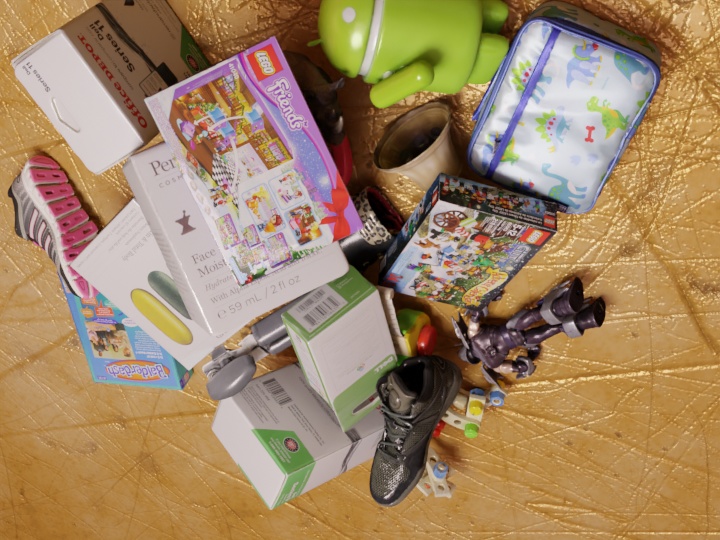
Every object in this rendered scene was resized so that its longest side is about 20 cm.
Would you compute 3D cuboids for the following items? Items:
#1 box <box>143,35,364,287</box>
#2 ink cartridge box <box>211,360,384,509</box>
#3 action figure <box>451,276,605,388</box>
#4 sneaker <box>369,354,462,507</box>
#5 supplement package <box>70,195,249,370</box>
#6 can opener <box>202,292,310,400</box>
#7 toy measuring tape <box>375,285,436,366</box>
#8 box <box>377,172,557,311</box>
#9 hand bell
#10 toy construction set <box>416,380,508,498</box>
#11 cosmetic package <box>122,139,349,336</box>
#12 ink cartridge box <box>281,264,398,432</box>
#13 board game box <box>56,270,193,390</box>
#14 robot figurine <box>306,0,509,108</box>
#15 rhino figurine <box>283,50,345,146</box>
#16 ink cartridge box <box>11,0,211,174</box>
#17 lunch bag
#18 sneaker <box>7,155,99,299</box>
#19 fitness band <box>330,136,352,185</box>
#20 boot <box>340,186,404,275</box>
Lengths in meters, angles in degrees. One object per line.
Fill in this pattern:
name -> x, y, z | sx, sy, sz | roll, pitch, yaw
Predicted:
box -> -0.098, -0.102, 0.891 | 0.136, 0.039, 0.201 | -25, 101, 2
ink cartridge box -> -0.069, 0.200, 1.217 | 0.146, 0.199, 0.084 | 48, 135, 28
action figure -> 0.200, 0.075, 1.157 | 0.199, 0.070, 0.130 | -25, 119, 34
sneaker -> 0.047, 0.193, 1.152 | 0.076, 0.114, 0.200 | 27, 91, 38
supplement package -> -0.220, -0.016, 1.178 | 0.200, 0.151, 0.152 | 44, 124, -13
can opener -> -0.103, 0.092, 1.134 | 0.199, 0.067, 0.053 | -31, 144, 9
toy measuring tape -> 0.055, 0.062, 1.173 | 0.073, 0.074, 0.200 | 2, 144, 17
box -> 0.115, -0.025, 1.049 | 0.136, 0.038, 0.200 | 14, 149, -12
hand bell -> 0.114, -0.088, 1.079 | 0.104, 0.104, 0.200 | -24, 126, 30
toy construction set -> 0.108, 0.215, 1.269 | 0.130, 0.092, 0.201 | 17, 121, -3
cosmetic package -> -0.139, -0.060, 1.005 | 0.164, 0.165, 0.201 | -26, 101, -14
ink cartridge box -> -0.017, 0.098, 1.124 | 0.059, 0.104, 0.200 | 40, 159, 37
board game box -> -0.337, 0.077, 1.344 | 0.151, 0.045, 0.201 | 3, 122, 16
robot figurine -> 0.047, -0.244, 0.942 | 0.199, 0.176, 0.116 | 8, 160, -9
rhino figurine -> -0.054, -0.178, 0.972 | 0.059, 0.200, 0.088 | -13, 114, -15
ink cartridge box -> -0.263, -0.219, 1.026 | 0.083, 0.200, 0.147 | -23, 113, 29
lunch bag -> 0.208, -0.168, 0.982 | 0.160, 0.083, 0.201 | 26, 126, 3
sneaker -> -0.413, -0.051, 1.258 | 0.087, 0.074, 0.201 | -20, 99, 37
fitness band -> -0.105, -0.134, 1.114 | 0.199, 0.037, 0.144 | -3, 109, 20
boot -> -0.001, 0.000, 1.168 | 0.153, 0.074, 0.204 | -26, 113, 27
